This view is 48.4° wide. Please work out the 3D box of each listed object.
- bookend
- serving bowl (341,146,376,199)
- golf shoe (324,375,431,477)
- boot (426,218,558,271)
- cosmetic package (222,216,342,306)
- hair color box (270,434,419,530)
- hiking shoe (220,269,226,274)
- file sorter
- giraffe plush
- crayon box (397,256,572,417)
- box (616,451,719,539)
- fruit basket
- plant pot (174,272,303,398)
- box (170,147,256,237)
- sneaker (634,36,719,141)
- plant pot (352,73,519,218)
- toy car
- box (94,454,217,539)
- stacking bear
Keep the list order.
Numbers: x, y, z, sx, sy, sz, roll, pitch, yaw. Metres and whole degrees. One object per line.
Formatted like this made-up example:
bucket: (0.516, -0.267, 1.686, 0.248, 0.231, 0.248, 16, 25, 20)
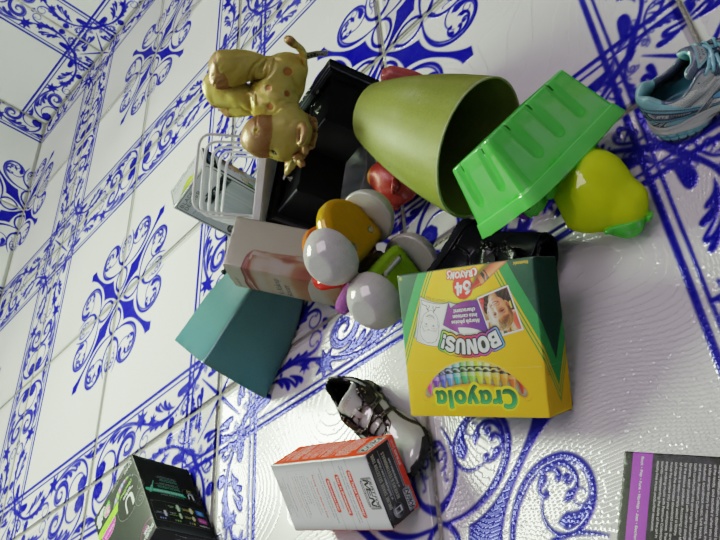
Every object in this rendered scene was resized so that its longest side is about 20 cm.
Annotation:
bookend: (-0.062, -0.186, 1.275, 0.198, 0.091, 0.203, -39, 38, 57)
serving bowl: (-0.035, -0.127, 1.382, 0.199, 0.065, 0.203, -31, 46, 38)
golf shoe: (0.015, 0.205, 1.074, 0.079, 0.094, 0.199, -59, 36, 1)
boot: (0.152, 0.030, 1.025, 0.202, 0.076, 0.167, -60, 32, -5)
cosmetic package: (-0.107, -0.011, 1.276, 0.196, 0.104, 0.089, 11, 71, 11)
hair color box: (-0.025, 0.284, 1.061, 0.198, 0.061, 0.103, -18, 94, 46)
hiking shoe: (-0.180, -0.063, 1.497, 0.075, 0.100, 0.203, 25, 88, 55)
file sorter: (-0.201, -0.149, 1.377, 0.200, 0.122, 0.142, 29, -114, -84)
giraffe plush: (-0.130, -0.233, 1.202, 0.196, 0.173, 0.165, -13, 78, 10)
crayon box: (0.141, 0.082, 0.949, 0.198, 0.058, 0.176, -9, 85, 43)
box: (0.320, 0.240, 0.705, 0.198, 0.036, 0.146, -11, 60, 50)
fruit basket: (0.242, -0.109, 0.954, 0.155, 0.212, 0.219, 143, 143, -64)
plant pot: (-0.193, 0.085, 1.393, 0.141, 0.141, 0.202, 21, 77, 55)
box: (-0.255, -0.135, 1.556, 0.117, 0.199, 0.061, -47, 37, 18)
sneaker: (0.392, -0.216, 0.869, 0.199, 0.086, 0.079, -34, 44, 35)
plant pot: (0.089, -0.193, 1.115, 0.198, 0.186, 0.190, 25, 87, 38)
toy car: (0.000, 0.000, 1.141, 0.150, 0.200, 0.175, -46, 0, 44)
box: (-0.352, 0.442, 1.364, 0.150, 0.123, 0.200, -58, 36, 8)
stacking bear: (0.065, -0.196, 1.256, 0.122, 0.111, 0.203, 94, -172, -67)
